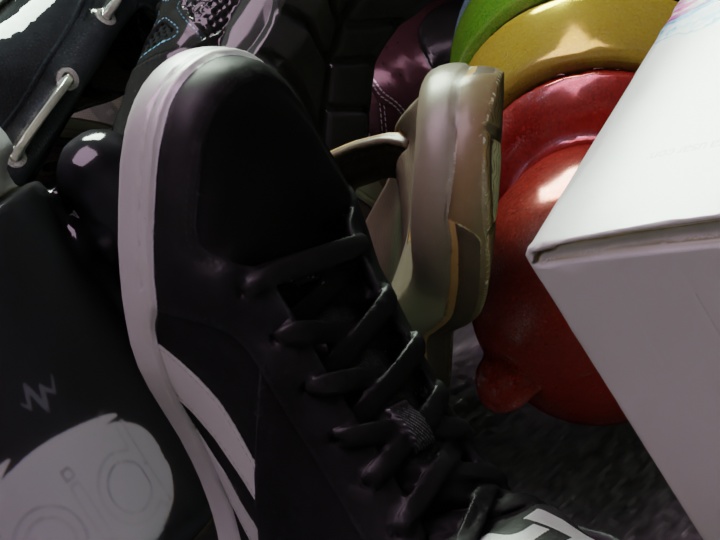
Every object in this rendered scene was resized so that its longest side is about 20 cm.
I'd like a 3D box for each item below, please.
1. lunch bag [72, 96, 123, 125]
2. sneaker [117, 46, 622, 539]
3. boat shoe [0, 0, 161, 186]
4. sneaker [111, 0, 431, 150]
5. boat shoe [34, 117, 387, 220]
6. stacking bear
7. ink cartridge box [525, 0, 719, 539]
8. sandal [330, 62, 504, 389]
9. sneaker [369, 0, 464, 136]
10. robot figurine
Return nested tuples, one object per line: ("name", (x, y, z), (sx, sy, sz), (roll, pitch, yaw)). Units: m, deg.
("lunch bag", (-0.121, -0.063, 1.047), (0.200, 0.140, 0.168), (-42, 46, -10))
("sneaker", (0.014, 0.043, 0.665), (0.111, 0.201, 0.073), (2, 21, 42))
("boat shoe", (-0.091, -0.077, 0.907), (0.200, 0.060, 0.076), (-52, -3, -42))
("sneaker", (-0.035, -0.060, 0.864), (0.082, 0.073, 0.201), (25, 81, 53))
("boat shoe", (-0.084, -0.006, 0.911), (0.198, 0.072, 0.065), (4, 20, 13))
("stacking bear", (0.077, -0.036, 0.808), (0.121, 0.114, 0.201), (-21, 34, 26))
("ink cartridge box", (0.140, -0.020, 0.658), (0.087, 0.146, 0.200), (-10, 36, 40))
("sandal", (0.000, 0.000, 0.767), (0.054, 0.200, 0.081), (3, 69, -6))
("sneaker", (0.046, -0.095, 0.992), (0.115, 0.076, 0.201), (2, 42, 28))
("robot figurine", (-0.117, 0.043, 0.783), (0.150, 0.201, 0.125), (-36, 6, -33))
